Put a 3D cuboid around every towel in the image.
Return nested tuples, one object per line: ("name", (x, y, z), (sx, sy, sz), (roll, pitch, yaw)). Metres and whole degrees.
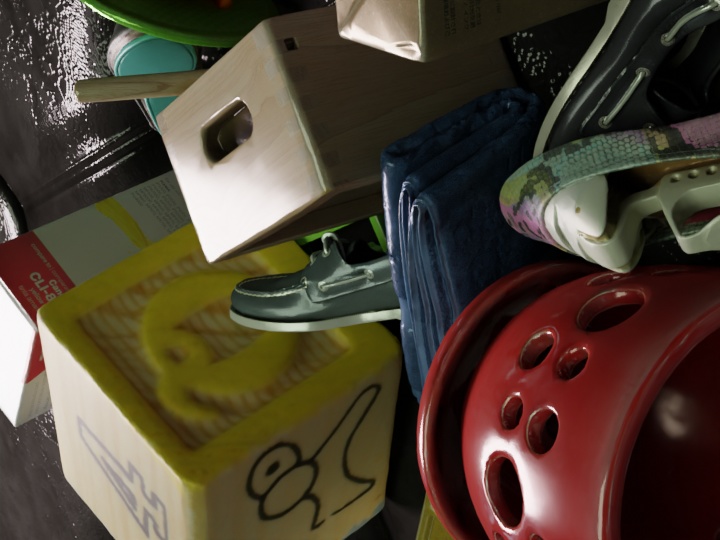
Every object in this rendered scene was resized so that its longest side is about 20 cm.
("towel", (0.071, -0.001, 0.854), (0.048, 0.111, 0.201), (35, 148, 41))

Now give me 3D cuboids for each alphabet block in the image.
("alphabet block", (-0.102, 0.106, 1.085), (0.196, 0.195, 0.201), (40, 146, 28))

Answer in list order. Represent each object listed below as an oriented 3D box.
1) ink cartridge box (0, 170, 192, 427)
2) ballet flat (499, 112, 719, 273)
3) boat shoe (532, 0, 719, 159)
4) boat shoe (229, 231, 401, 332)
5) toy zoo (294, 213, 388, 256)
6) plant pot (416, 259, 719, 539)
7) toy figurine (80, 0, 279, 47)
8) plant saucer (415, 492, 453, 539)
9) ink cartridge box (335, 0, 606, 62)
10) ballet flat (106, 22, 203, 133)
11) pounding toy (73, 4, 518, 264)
("ink cartridge box", (-0.209, 0.019, 1.191), (0.083, 0.199, 0.145), (47, 142, 19))
("ballet flat", (0.153, -0.036, 0.728), (0.199, 0.071, 0.069), (-13, 134, 31))
("boat shoe", (0.148, -0.088, 0.761), (0.063, 0.072, 0.201), (48, 138, 27))
("boat shoe", (0.000, 0.000, 0.970), (0.199, 0.073, 0.062), (-5, 106, 26))
("toy zoo", (-0.042, -0.086, 1.059), (0.131, 0.020, 0.201), (-22, 92, 56))
("plant pot", (0.145, 0.090, 0.772), (0.182, 0.199, 0.202), (18, 125, 58))
("toy figurine", (-0.111, -0.275, 0.978), (0.200, 0.149, 0.185), (-119, 40, -52))
("plant saucer", (0.099, 0.247, 1.051), (0.200, 0.048, 0.201), (39, 138, 32))
("ink cartridge box", (0.062, -0.221, 0.711), (0.075, 0.164, 0.201), (23, 127, 47))
("ballet flat", (-0.148, -0.157, 1.071), (0.200, 0.067, 0.069), (94, 166, -74))
("pounding toy", (-0.041, -0.098, 0.903), (0.200, 0.183, 0.143), (-26, 83, 56))
